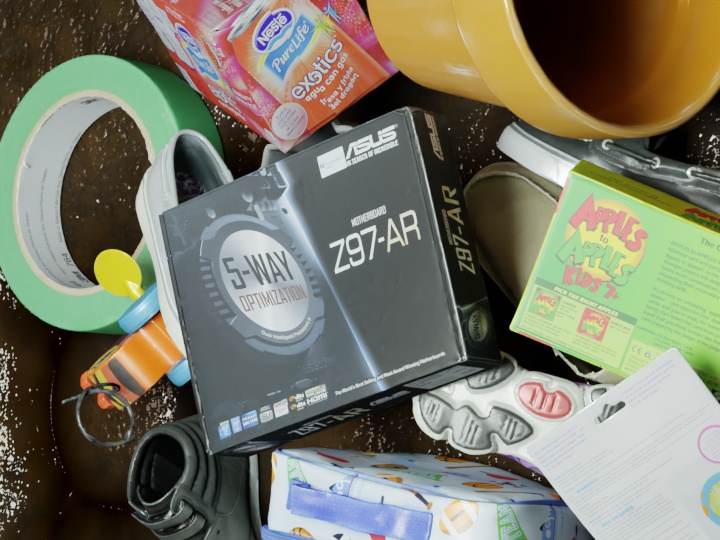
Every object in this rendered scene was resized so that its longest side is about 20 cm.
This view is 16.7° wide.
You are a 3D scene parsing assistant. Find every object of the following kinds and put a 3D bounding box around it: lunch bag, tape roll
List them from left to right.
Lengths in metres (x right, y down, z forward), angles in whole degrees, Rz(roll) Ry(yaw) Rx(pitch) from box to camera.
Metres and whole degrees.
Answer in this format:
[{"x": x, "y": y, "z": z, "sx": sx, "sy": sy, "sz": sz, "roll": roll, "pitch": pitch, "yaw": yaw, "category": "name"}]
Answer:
[{"x": -0.186, "y": -0.055, "z": 1.790, "sx": 0.199, "sy": 0.048, "sz": 0.202, "roll": -4, "pitch": 83, "yaw": 39, "category": "tape roll"}, {"x": 0.039, "y": 0.157, "z": 1.519, "sx": 0.199, "sy": 0.160, "sz": 0.076, "roll": 8, "pitch": 91, "yaw": 38, "category": "lunch bag"}]

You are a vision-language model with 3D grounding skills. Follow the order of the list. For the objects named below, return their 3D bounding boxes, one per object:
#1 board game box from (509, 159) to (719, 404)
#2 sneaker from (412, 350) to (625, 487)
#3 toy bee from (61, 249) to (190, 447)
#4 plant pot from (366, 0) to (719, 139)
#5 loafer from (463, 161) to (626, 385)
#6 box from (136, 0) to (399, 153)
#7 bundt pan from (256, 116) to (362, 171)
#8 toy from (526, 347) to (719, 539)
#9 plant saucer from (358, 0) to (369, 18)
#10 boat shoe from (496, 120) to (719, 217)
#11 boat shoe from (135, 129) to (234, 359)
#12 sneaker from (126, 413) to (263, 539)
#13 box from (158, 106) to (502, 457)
[{"x": 0.198, "y": 0.023, "z": 1.417, "sx": 0.199, "sy": 0.048, "sz": 0.102, "roll": 23, "pitch": 105, "yaw": 9, "category": "board game box"}, {"x": 0.129, "y": 0.096, "z": 1.493, "sx": 0.199, "sy": 0.083, "sz": 0.081, "roll": 26, "pitch": 93, "yaw": 13, "category": "sneaker"}, {"x": -0.150, "y": 0.048, "z": 1.682, "sx": 0.109, "sy": 0.199, "sz": 0.132, "roll": -31, "pitch": 83, "yaw": 54, "category": "toy bee"}, {"x": 0.104, "y": -0.177, "z": 1.492, "sx": 0.183, "sy": 0.199, "sz": 0.202, "roll": -1, "pitch": 85, "yaw": 54, "category": "plant pot"}, {"x": 0.124, "y": 0.001, "z": 1.523, "sx": 0.200, "sy": 0.068, "sz": 0.076, "roll": 46, "pitch": 113, "yaw": 32, "category": "loafer"}, {"x": -0.069, "y": -0.163, "z": 1.608, "sx": 0.095, "sy": 0.100, "sz": 0.200, "roll": -36, "pitch": 26, "yaw": -8, "category": "box"}, {"x": 0.000, "y": 0.000, "z": 1.596, "sx": 0.201, "sy": 0.075, "sz": 0.204, "roll": -1, "pitch": 88, "yaw": 57, "category": "bundt pan"}, {"x": 0.203, "y": 0.146, "z": 1.419, "sx": 0.115, "sy": 0.047, "sz": 0.200, "roll": -37, "pitch": 91, "yaw": 26, "category": "toy"}, {"x": 0.018, "y": -0.268, "z": 1.657, "sx": 0.199, "sy": 0.032, "sz": 0.202, "roll": -5, "pitch": 83, "yaw": 39, "category": "plant saucer"}, {"x": 0.175, "y": -0.059, "z": 1.495, "sx": 0.199, "sy": 0.068, "sz": 0.057, "roll": 26, "pitch": 96, "yaw": 31, "category": "boat shoe"}, {"x": -0.098, "y": -0.012, "z": 1.613, "sx": 0.202, "sy": 0.070, "sz": 0.072, "roll": 65, "pitch": 145, "yaw": 37, "category": "boat shoe"}, {"x": -0.109, "y": 0.192, "z": 1.673, "sx": 0.070, "sy": 0.099, "sz": 0.202, "roll": -18, "pitch": 76, "yaw": 34, "category": "sneaker"}, {"x": -0.021, "y": 0.010, "z": 1.496, "sx": 0.199, "sy": 0.043, "sz": 0.162, "roll": -21, "pitch": 73, "yaw": 31, "category": "box"}]
